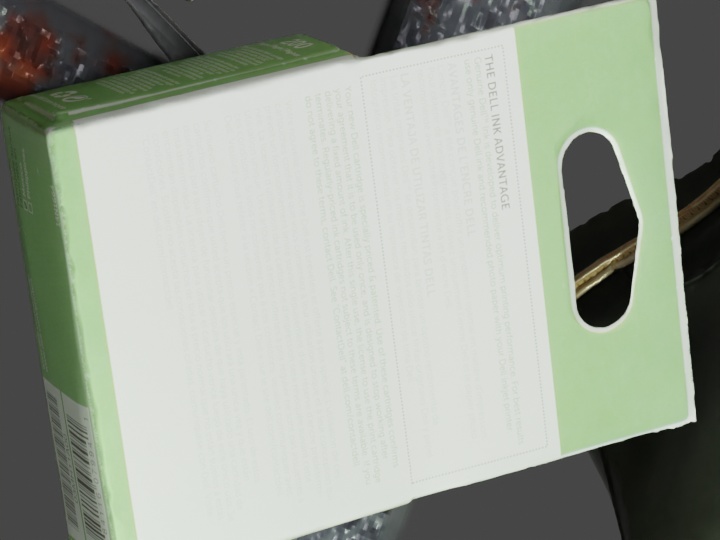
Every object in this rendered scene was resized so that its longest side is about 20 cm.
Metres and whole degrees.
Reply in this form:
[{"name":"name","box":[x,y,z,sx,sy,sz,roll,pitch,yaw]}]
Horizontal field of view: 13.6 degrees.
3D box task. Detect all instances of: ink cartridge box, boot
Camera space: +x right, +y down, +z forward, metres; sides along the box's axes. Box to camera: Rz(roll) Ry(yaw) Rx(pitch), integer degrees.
[{"name":"ink cartridge box","box":[0.000,0.000,0.921,0.199,0.048,0.147,-15,109,-23]},{"name":"boot","box":[0.154,0.019,0.976,0.077,0.200,0.139,26,37,-42]}]

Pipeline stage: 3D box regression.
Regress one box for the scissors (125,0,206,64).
[{"name":"scissors","box":[-0.018,-0.031,0.961,0.073,0.014,0.201,-41,123,-27]}]
